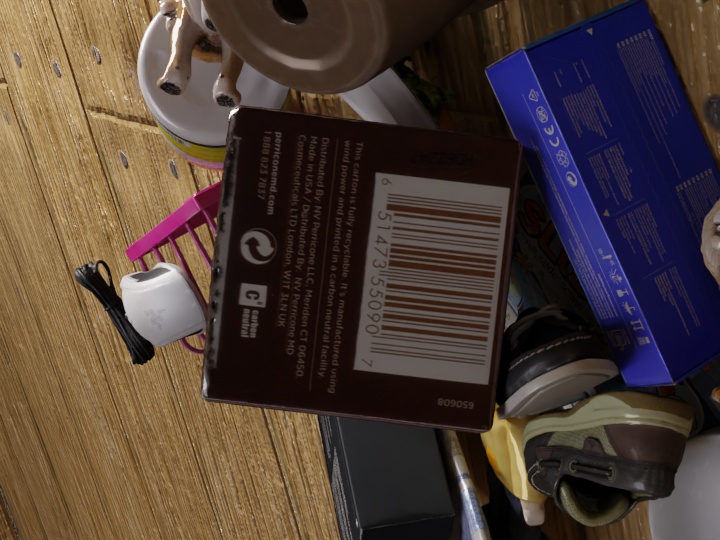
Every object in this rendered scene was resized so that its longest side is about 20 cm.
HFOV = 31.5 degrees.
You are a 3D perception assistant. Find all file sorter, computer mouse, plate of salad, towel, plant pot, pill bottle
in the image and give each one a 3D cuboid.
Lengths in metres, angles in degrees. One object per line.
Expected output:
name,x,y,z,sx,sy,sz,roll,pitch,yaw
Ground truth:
file sorter,-0.092,-0.015,1.115,0.126,0.139,0.200,61,152,-2
computer mouse,-0.197,0.034,1.138,0.200,0.044,0.110,-11,108,61
plate of salad,0.001,-0.153,0.895,0.200,0.048,0.200,46,178,2
towel,0.079,0.207,0.995,0.147,0.024,0.201,85,171,-47
plant pot,-0.003,-0.195,0.705,0.199,0.175,0.201,20,142,17
pill bottle,-0.111,-0.141,1.010,0.115,0.114,0.200,63,175,1

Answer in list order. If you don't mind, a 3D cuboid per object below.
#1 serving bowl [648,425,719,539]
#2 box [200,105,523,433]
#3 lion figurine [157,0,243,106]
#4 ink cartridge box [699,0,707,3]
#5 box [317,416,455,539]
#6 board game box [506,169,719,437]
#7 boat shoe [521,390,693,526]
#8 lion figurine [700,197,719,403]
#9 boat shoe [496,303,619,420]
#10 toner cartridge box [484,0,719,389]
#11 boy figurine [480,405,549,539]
serving bowl,0.265,0.172,0.746,0.200,0.066,0.201,39,142,38
box,0.000,0.000,0.783,0.200,0.163,0.167,144,132,-89
lion figurine,-0.098,-0.187,0.802,0.200,0.072,0.123,107,171,-66
ink cartridge box,0.182,-0.217,0.480,0.048,0.145,0.201,20,130,50
box,0.013,0.140,1.032,0.141,0.078,0.201,91,169,-56
board game box,0.156,0.036,0.846,0.200,0.034,0.135,55,151,15
boat shoe,0.143,0.124,0.790,0.071,0.066,0.201,17,159,-6
lion figurine,0.255,0.037,0.650,0.199,0.072,0.123,31,97,23
boat shoe,0.111,0.051,0.760,0.200,0.074,0.061,27,-136,-76
toner cartridge box,0.155,-0.044,0.721,0.043,0.095,0.201,-19,96,61
boy figurine,0.111,0.135,0.955,0.125,0.064,0.201,-111,9,-52
